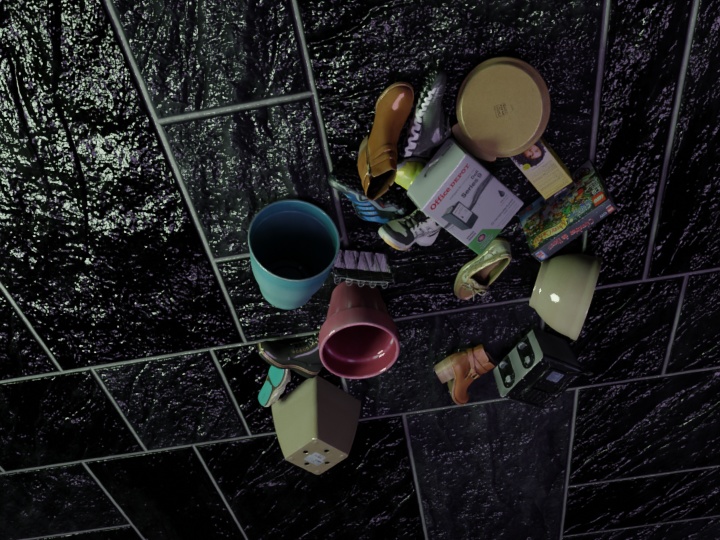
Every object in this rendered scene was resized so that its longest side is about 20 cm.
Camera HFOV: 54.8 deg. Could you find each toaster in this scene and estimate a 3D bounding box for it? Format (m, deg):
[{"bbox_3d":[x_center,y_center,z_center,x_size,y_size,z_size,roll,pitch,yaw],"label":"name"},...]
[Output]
[{"bbox_3d":[0.485,0.271,1.883,0.196,0.120,0.182,19,125,-28],"label":"toaster"}]

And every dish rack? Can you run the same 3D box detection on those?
[{"bbox_3d":[0.000,0.000,1.561,0.149,0.201,0.056,4,111,-8],"label":"dish rack"}]

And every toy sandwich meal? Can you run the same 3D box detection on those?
[{"bbox_3d":[0.275,-0.312,1.353,0.199,0.070,0.211,8,113,18],"label":"toy sandwich meal"}]

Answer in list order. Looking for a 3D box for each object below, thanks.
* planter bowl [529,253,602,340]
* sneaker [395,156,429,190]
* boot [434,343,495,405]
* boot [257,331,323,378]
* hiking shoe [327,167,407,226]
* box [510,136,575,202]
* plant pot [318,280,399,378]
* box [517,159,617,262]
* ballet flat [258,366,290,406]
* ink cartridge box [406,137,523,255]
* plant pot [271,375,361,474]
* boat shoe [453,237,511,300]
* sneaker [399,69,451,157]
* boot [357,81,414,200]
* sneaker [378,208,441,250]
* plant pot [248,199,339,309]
[{"bbox_3d":[0.482,0.046,1.659,0.132,0.202,0.204,19,135,15],"label":"planter bowl"},{"bbox_3d":[0.153,-0.176,1.483,0.196,0.078,0.076,20,129,-22],"label":"sneaker"},{"bbox_3d":[0.309,0.294,1.942,0.152,0.075,0.201,-28,135,11],"label":"boot"},{"bbox_3d":[-0.158,0.194,1.818,0.197,0.079,0.139,23,122,-37],"label":"boot"},{"bbox_3d":[0.006,-0.148,1.499,0.196,0.076,0.087,24,127,-25],"label":"hiking shoe"},{"bbox_3d":[0.371,-0.235,1.465,0.075,0.051,0.199,-34,127,26],"label":"box"},{"bbox_3d":[-0.006,0.130,1.685,0.194,0.182,0.204,-2,133,-2],"label":"plant pot"},{"bbox_3d":[0.444,-0.129,1.509,0.037,0.139,0.199,32,123,-31],"label":"box"},{"bbox_3d":[-0.228,0.304,1.925,0.061,0.068,0.201,-8,145,-39],"label":"ballet flat"},{"bbox_3d":[0.213,-0.148,1.418,0.198,0.085,0.147,30,107,-34],"label":"ink cartridge box"},{"bbox_3d":[-0.124,0.455,1.982,0.199,0.180,0.198,-37,126,27],"label":"plant pot"},{"bbox_3d":[0.292,0.008,1.676,0.072,0.064,0.202,17,130,-20],"label":"boat shoe"},{"bbox_3d":[0.145,-0.303,1.371,0.088,0.068,0.202,12,135,-10],"label":"sneaker"},{"bbox_3d":[0.050,-0.250,1.351,0.075,0.158,0.201,22,128,-23],"label":"boot"},{"bbox_3d":[0.115,-0.103,1.515,0.198,0.076,0.089,-14,145,-53],"label":"sneaker"},{"bbox_3d":[-0.154,-0.018,1.540,0.194,0.205,0.189,4,148,-9],"label":"plant pot"}]
